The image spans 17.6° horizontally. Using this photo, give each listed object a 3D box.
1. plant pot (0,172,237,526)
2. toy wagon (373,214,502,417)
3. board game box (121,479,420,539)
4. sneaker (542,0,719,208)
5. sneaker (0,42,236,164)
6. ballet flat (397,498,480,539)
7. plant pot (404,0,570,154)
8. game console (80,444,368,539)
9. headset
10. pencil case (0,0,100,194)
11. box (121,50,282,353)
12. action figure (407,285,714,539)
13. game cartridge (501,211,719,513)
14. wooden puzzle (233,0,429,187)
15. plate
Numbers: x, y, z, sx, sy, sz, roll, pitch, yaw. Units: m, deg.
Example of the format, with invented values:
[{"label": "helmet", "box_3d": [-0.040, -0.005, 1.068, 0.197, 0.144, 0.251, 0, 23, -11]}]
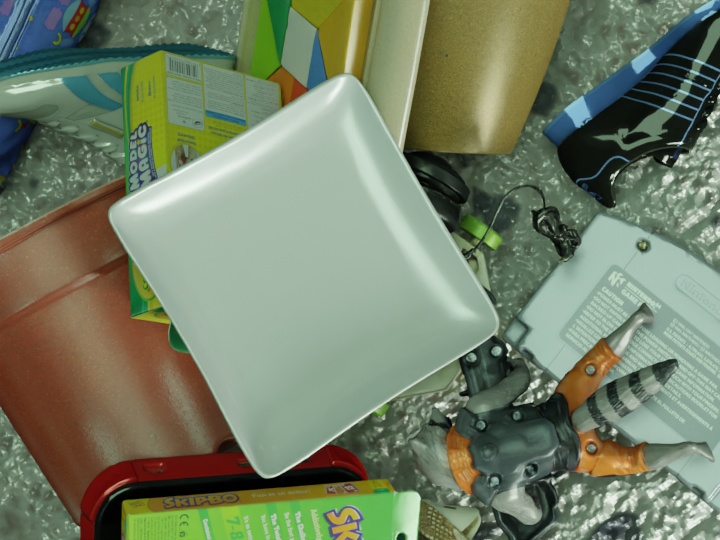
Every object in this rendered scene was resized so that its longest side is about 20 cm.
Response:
[{"label": "plant pot", "box_3d": [-0.176, 0.058, 1.607, 0.200, 0.201, 0.196, -28, 89, 3]}, {"label": "toy wagon", "box_3d": [0.000, 0.000, 1.661, 0.199, 0.040, 0.156, 35, 89, 9]}, {"label": "board game box", "box_3d": [-0.059, 0.190, 1.529, 0.198, 0.030, 0.096, -2, 112, -14]}, {"label": "sneaker", "box_3d": [0.227, -0.126, 1.638, 0.199, 0.070, 0.078, -37, 85, 8]}, {"label": "sneaker", "box_3d": [-0.181, -0.115, 1.641, 0.198, 0.076, 0.082, -3, 105, -24]}, {"label": "ballet flat", "box_3d": [0.079, 0.207, 1.627, 0.200, 0.071, 0.065, 39, 62, 6]}, {"label": "plant pot", "box_3d": [0.069, -0.185, 1.615, 0.184, 0.186, 0.202, 4, 96, 7]}, {"label": "game console", "box_3d": [-0.090, 0.207, 1.558, 0.198, 0.031, 0.179, -3, 113, -17]}, {"label": "headset", "box_3d": [0.047, -0.020, 1.600, 0.198, 0.094, 0.125, -9, 66, 27]}, {"label": "pencil case", "box_3d": [-0.251, -0.156, 1.682, 0.078, 0.087, 0.201, 27, 88, 8]}, {"label": "box", "box_3d": [-0.101, -0.036, 1.557, 0.048, 0.117, 0.202, -19, 68, 41]}, {"label": "action figure", "box_3d": [0.118, 0.084, 1.577, 0.192, 0.105, 0.202, -22, 84, 3]}, {"label": "game cartridge", "box_3d": [0.216, 0.057, 1.633, 0.200, 0.042, 0.133, 39, 85, 9]}, {"label": "wooden puzzle", "box_3d": [-0.030, -0.154, 1.590, 0.037, 0.200, 0.187, -6, 119, -32]}, {"label": "plate", "box_3d": [-0.037, 0.002, 1.501, 0.199, 0.032, 0.201, -31, 90, -21]}]
